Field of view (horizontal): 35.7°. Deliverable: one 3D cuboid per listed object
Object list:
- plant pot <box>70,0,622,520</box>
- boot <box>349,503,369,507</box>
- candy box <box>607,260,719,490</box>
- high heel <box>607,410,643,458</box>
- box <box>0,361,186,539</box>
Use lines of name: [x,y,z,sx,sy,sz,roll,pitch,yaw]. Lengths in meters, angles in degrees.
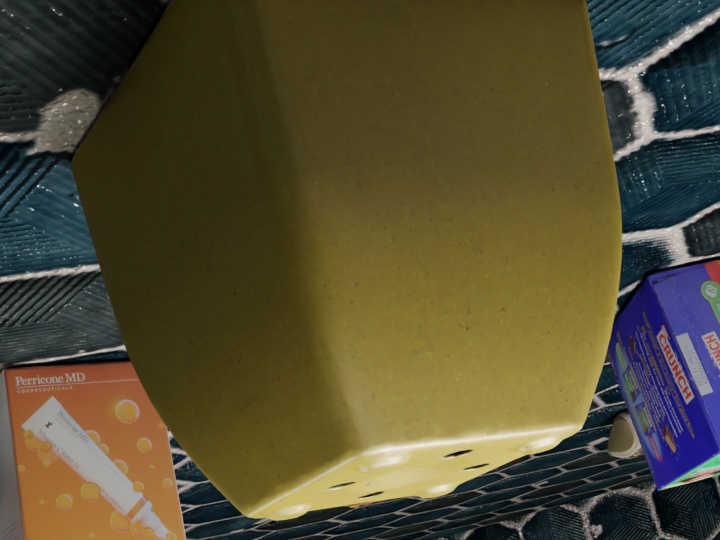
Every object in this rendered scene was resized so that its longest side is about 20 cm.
plant pot: [0.000,0.000,0.510,0.195,0.200,0.194,0,157,-32]
boot: [-0.003,0.277,1.499,0.155,0.077,0.200,-10,168,3]
candy box: [0.309,0.104,1.055,0.077,0.169,0.200,-15,161,-5]
high heel: [0.458,0.230,1.648,0.142,0.072,0.200,0,148,-19]
box: [-0.215,0.181,0.867,0.124,0.200,0.097,-1,157,-32]
